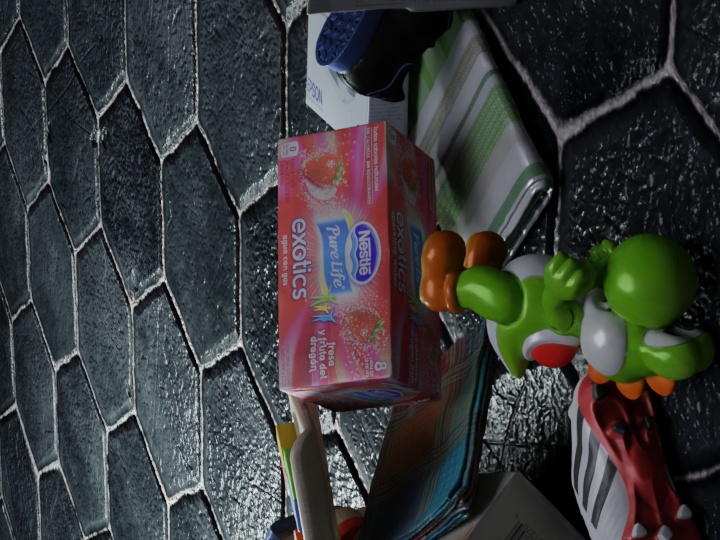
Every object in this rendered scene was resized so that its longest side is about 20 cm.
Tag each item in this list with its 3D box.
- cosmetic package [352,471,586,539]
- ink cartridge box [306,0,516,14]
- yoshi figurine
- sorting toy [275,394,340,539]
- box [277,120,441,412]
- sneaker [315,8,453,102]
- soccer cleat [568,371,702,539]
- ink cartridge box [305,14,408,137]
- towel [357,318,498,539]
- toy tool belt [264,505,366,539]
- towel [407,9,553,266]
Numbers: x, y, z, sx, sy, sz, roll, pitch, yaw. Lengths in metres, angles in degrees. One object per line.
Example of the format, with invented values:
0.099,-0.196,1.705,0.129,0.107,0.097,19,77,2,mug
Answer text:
0.081,0.218,1.346,0.103,0.087,0.200,45,159,-11,cosmetic package
0.042,-0.281,1.243,0.044,0.173,0.201,-132,43,-52,ink cartridge box
0.144,0.007,1.166,0.200,0.113,0.112,18,150,33,yoshi figurine
-0.038,0.192,1.361,0.200,0.036,0.186,-104,5,-80,sorting toy
0.000,0.000,1.356,0.094,0.103,0.201,-8,72,23,box
0.044,-0.224,1.354,0.200,0.078,0.070,-59,34,2,sneaker
0.181,0.163,1.192,0.085,0.068,0.201,118,143,-65,soccer cleat
-0.003,-0.214,1.489,0.200,0.040,0.201,-132,42,-65,ink cartridge box
0.049,0.136,1.352,0.147,0.022,0.200,-43,22,40,towel
-0.051,0.278,1.657,0.123,0.125,0.200,43,134,43,toy tool belt
0.088,-0.101,1.375,0.149,0.031,0.200,118,141,-49,towel
